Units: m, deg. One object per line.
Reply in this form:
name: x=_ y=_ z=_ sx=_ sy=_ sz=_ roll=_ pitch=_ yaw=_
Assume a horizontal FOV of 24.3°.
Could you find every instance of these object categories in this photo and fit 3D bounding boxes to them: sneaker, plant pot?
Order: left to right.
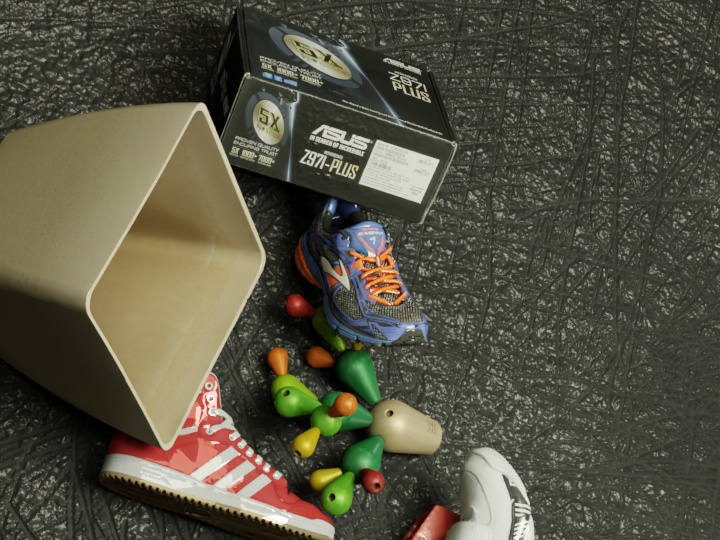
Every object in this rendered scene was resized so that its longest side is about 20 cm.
plant pot: x=-0.213 y=-0.009 z=1.325 sx=0.176 sy=0.200 sz=0.201 roll=12 pitch=56 yaw=23
sneaker: x=-0.105 y=0.152 z=1.378 sx=0.199 sy=0.071 sz=0.113 roll=21 pitch=63 yaw=-11
sneaker: x=0.000 y=0.000 z=1.434 sx=0.075 sy=0.079 sz=0.200 roll=-2 pitch=32 yaw=-30
sneaker: x=0.080 y=0.242 z=1.354 sx=0.114 sy=0.075 sz=0.201 roll=1 pitch=70 yaw=-23

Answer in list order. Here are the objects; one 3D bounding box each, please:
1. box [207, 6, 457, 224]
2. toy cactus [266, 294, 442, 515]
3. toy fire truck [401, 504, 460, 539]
box: x=-0.028 y=-0.140 z=1.495 sx=0.199 sy=0.086 sz=0.164 roll=17 pitch=26 yaw=-15
toy cactus: x=0.002 y=0.117 z=1.430 sx=0.164 sy=0.102 sz=0.201 roll=19 pitch=39 yaw=-32
toy fire truck: x=0.075 y=0.314 z=1.392 sx=0.141 sy=0.049 sz=0.201 roll=29 pitch=59 yaw=-8
